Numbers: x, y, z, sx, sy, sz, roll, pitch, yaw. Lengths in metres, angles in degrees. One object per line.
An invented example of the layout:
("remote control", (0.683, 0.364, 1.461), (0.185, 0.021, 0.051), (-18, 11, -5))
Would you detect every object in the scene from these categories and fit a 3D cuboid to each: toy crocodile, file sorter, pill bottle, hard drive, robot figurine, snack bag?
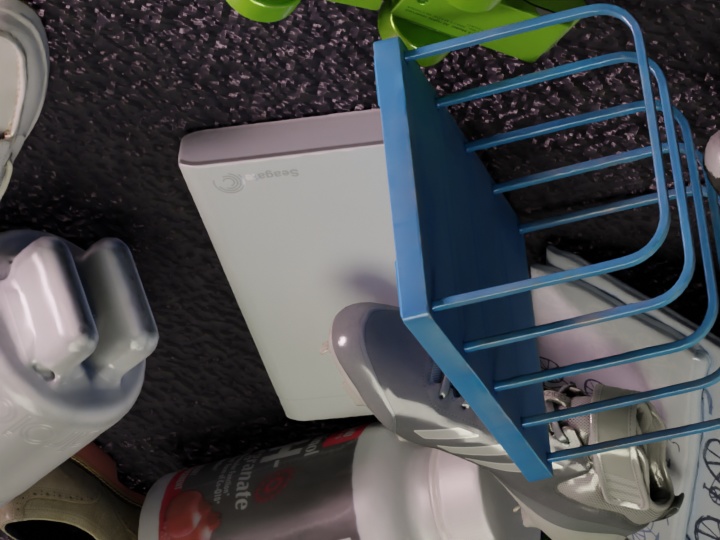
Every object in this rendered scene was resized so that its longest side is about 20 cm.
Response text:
("toy crocodile", (0.005, -0.141, 1.327), (0.200, 0.062, 0.068), (16, 149, -15))
("file sorter", (0.098, -0.013, 1.362), (0.123, 0.139, 0.200), (-14, 152, 15))
("pill bottle", (-0.010, 0.142, 1.605), (0.200, 0.111, 0.111), (-15, 134, 23))
("hard drive", (0.000, 0.000, 1.508), (0.132, 0.026, 0.200), (-6, 138, 14))
("robot figurine", (-0.189, 0.055, 1.528), (0.169, 0.113, 0.200), (4, 149, -44))
("snack bag", (0.169, 0.094, 1.520), (0.200, 0.021, 0.189), (30, 147, 24))

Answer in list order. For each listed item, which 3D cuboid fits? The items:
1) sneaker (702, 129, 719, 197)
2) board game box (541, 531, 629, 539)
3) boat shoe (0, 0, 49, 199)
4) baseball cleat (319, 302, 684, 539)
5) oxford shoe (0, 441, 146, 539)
("sneaker", (0.254, -0.053, 1.383), (0.200, 0.076, 0.077), (3, 131, -17))
("board game box", (0.156, 0.236, 1.673), (0.045, 0.135, 0.200), (-17, 134, 25))
("boat shoe", (-0.198, -0.051, 1.442), (0.071, 0.069, 0.200), (17, 137, -9))
("baseball cleat", (0.080, 0.066, 1.493), (0.200, 0.070, 0.106), (35, 136, -27))
("oxford shoe", (-0.134, 0.165, 1.674), (0.070, 0.075, 0.200), (-30, 127, 33))
